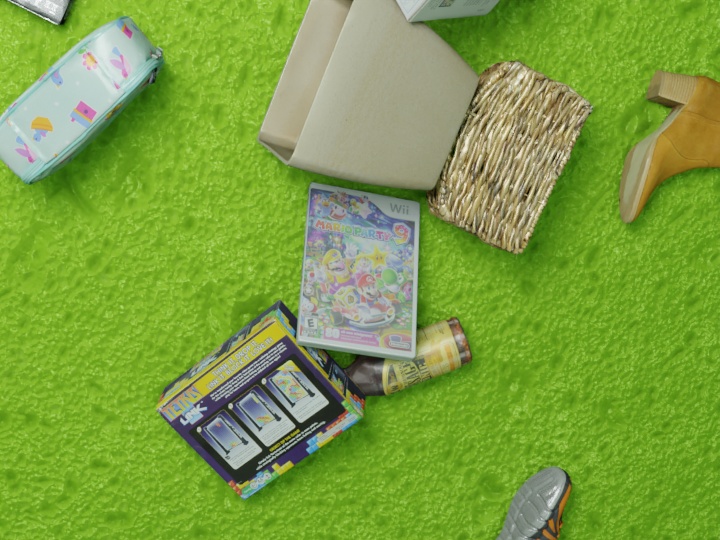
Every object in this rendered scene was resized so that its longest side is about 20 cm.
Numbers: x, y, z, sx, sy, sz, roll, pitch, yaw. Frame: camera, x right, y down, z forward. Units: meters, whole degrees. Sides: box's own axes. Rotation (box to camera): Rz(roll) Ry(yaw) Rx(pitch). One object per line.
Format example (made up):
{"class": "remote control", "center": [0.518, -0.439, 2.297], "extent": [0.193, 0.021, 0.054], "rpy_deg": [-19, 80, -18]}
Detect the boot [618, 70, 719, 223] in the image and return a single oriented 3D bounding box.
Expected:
{"class": "boot", "center": [0.416, -0.143, 1.288], "extent": [0.141, 0.071, 0.205], "rpy_deg": [14, 94, -11]}

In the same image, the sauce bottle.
{"class": "sauce bottle", "center": [0.040, 0.121, 1.277], "extent": [0.197, 0.066, 0.067], "rpy_deg": [-22, 106, -1]}

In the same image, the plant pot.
{"class": "plant pot", "center": [0.014, -0.195, 1.140], "extent": [0.175, 0.200, 0.203], "rpy_deg": [20, 98, -20]}

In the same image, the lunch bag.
{"class": "lunch bag", "center": [-0.296, -0.185, 1.097], "extent": [0.199, 0.161, 0.077], "rpy_deg": [-40, 102, 6]}

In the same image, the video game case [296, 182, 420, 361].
{"class": "video game case", "center": [0.000, 0.000, 1.208], "extent": [0.140, 0.018, 0.204], "rpy_deg": [9, 65, -13]}

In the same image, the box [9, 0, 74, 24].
{"class": "box", "center": [-0.381, -0.382, 1.093], "extent": [0.197, 0.044, 0.162], "rpy_deg": [24, 96, -15]}

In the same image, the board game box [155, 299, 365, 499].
{"class": "board game box", "center": [-0.119, 0.159, 1.228], "extent": [0.199, 0.057, 0.166], "rpy_deg": [-36, 106, 18]}

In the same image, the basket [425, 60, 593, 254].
{"class": "basket", "center": [0.158, -0.141, 1.207], "extent": [0.141, 0.149, 0.203], "rpy_deg": [24, 98, -8]}

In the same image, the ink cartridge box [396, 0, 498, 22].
{"class": "ink cartridge box", "center": [0.081, -0.371, 1.073], "extent": [0.174, 0.084, 0.202], "rpy_deg": [-17, 73, -43]}

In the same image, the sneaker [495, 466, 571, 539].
{"class": "sneaker", "center": [0.250, 0.360, 1.373], "extent": [0.111, 0.078, 0.202], "rpy_deg": [22, 108, -19]}
